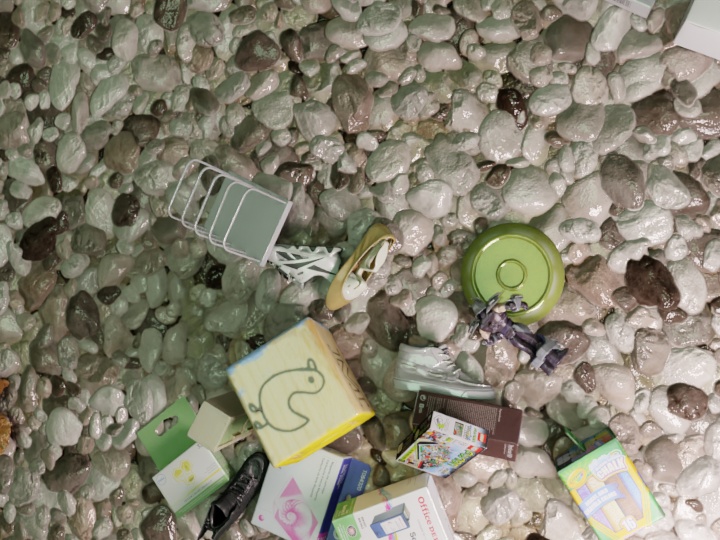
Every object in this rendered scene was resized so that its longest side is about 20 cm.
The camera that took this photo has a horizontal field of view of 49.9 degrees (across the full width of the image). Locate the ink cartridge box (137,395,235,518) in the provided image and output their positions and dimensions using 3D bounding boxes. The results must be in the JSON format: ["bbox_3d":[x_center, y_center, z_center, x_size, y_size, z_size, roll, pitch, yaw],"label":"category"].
[{"bbox_3d":[-0.372,0.387,1.608,0.145,0.048,0.201,-37,83,10],"label":"ink cartridge box"}]

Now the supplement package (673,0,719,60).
[{"bbox_3d":[0.656,-0.491,1.360,0.119,0.121,0.202,24,93,12],"label":"supplement package"}]

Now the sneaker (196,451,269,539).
[{"bbox_3d":[-0.256,0.461,1.549,0.060,0.104,0.201,32,95,12],"label":"sneaker"}]

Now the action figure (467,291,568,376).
[{"bbox_3d":[0.284,0.114,1.437,0.199,0.069,0.131,37,139,8],"label":"action figure"}]

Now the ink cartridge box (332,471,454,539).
[{"bbox_3d":[0.065,0.493,1.474,0.198,0.088,0.147,-21,92,7],"label":"ink cartridge box"}]

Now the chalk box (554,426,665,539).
[{"bbox_3d":[0.430,0.365,1.386,0.123,0.124,0.201,-32,83,10],"label":"chalk box"}]

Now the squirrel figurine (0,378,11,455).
[{"bbox_3d":[-0.839,0.320,1.689,0.186,0.142,0.200,-42,94,-2],"label":"squirrel figurine"}]

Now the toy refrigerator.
[{"bbox_3d":[-0.253,0.289,1.504,0.069,0.200,0.077,29,94,11],"label":"toy refrigerator"}]

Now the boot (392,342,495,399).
[{"bbox_3d":[0.162,0.189,1.479,0.197,0.074,0.097,7,87,9],"label":"boot"}]

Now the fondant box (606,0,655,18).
[{"bbox_3d":[0.513,-0.594,1.428,0.143,0.058,0.202,28,93,12],"label":"fondant box"}]

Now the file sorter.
[{"bbox_3d":[-0.262,-0.119,1.520,0.199,0.124,0.140,28,95,37],"label":"file sorter"}]

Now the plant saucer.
[{"bbox_3d":[0.288,0.009,1.476,0.197,0.031,0.203,0,88,14],"label":"plant saucer"}]

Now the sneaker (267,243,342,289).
[{"bbox_3d":[-0.137,-0.008,1.551,0.197,0.074,0.090,4,87,13],"label":"sneaker"}]

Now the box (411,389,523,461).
[{"bbox_3d":[0.199,0.291,1.444,0.197,0.101,0.076,7,60,13],"label":"box"}]

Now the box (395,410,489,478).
[{"bbox_3d":[0.145,0.321,1.411,0.109,0.200,0.035,20,57,-5],"label":"box"}]

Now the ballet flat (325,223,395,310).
[{"bbox_3d":[0.000,0.000,1.517,0.063,0.068,0.201,36,97,45],"label":"ballet flat"}]

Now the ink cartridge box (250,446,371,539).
[{"bbox_3d":[-0.100,0.448,1.547,0.198,0.043,0.199,18,92,14],"label":"ink cartridge box"}]

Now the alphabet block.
[{"bbox_3d":[-0.109,0.232,1.457,0.194,0.196,0.201,-32,76,3],"label":"alphabet block"}]
